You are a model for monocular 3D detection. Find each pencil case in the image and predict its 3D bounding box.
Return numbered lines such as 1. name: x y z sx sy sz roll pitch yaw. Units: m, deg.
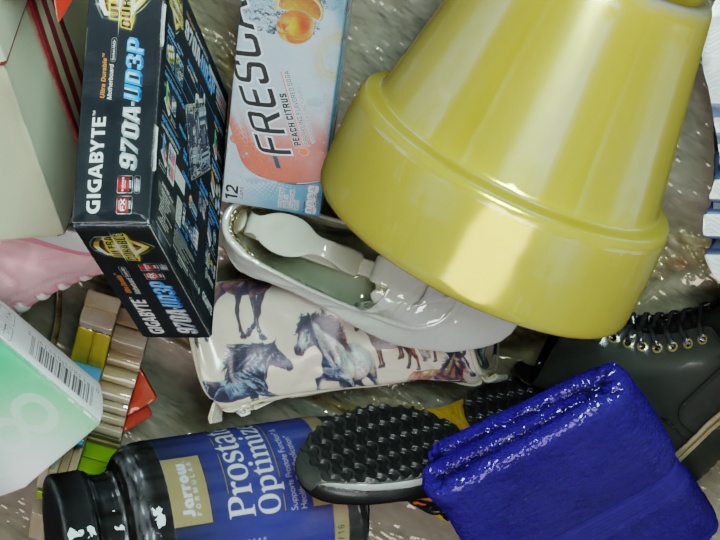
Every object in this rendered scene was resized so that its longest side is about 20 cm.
1. pencil case: -0.008 0.043 1.481 0.198 0.078 0.090 -6 97 12

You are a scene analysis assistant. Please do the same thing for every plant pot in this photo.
1. plant pot: 0.103 -0.093 1.316 0.200 0.201 0.190 23 109 -9

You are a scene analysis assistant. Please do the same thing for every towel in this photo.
1. towel: 0.132 0.140 1.461 0.147 0.050 0.200 -30 140 5

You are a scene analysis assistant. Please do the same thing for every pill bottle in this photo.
1. pill bottle: -0.103 0.162 1.519 0.198 0.112 0.113 -7 128 -18

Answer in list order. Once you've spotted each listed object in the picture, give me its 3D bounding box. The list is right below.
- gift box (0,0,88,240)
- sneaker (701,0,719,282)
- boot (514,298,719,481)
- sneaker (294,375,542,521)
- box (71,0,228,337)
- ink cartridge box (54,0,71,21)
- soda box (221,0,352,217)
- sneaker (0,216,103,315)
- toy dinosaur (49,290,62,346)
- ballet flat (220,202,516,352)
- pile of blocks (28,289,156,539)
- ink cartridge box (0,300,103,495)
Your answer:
1. gift box: -0.237 -0.141 1.332 0.198 0.185 0.188 -8 132 9
2. sneaker: 0.241 -0.087 1.359 0.080 0.115 0.201 7 95 13
3. boot: 0.197 0.038 1.458 0.138 0.078 0.201 28 123 -6
4. sneaker: 0.045 0.133 1.496 0.199 0.070 0.091 -12 133 -30
5. box: -0.116 -0.066 1.322 0.046 0.160 0.200 0 161 7
6. ink cartridge box: -0.125 -0.248 1.221 0.057 0.201 0.164 -1 125 7
7. soda box: -0.040 -0.133 1.369 0.063 0.069 0.201 9 127 2
8. sneaker: -0.203 -0.011 1.479 0.198 0.076 0.105 3 130 7
9. toy dinosaur: -0.253 0.103 1.561 0.200 0.061 0.106 -38 158 -5
10. ballet flat: 0.000 0.000 1.414 0.199 0.069 0.070 18 128 17
11. pile of blocks: -0.174 0.106 1.549 0.062 0.082 0.201 15 125 -3
12. ink cartridge box: -0.288 0.094 1.475 0.200 0.050 0.161 -40 115 18
